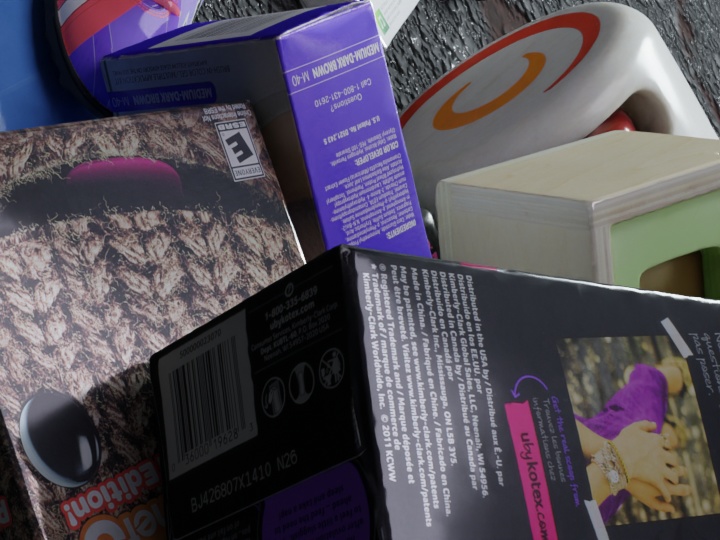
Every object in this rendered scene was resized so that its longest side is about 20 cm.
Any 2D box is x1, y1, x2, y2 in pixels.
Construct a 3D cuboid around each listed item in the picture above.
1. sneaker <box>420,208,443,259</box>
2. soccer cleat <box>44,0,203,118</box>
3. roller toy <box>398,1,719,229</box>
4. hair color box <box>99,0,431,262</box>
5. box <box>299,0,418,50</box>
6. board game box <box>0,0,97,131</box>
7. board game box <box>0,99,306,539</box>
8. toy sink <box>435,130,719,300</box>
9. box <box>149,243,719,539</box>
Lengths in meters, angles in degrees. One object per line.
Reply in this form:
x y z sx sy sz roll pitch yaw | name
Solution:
0.000 0.000 1.031 0.201 0.083 0.077 -100 -178 -55 | sneaker
-0.087 -0.149 0.966 0.068 0.073 0.201 40 40 -30 | soccer cleat
0.107 -0.044 1.203 0.140 0.181 0.200 56 28 -18 | roller toy
-0.029 -0.003 0.900 0.065 0.109 0.202 -28 109 -43 | hair color box
-0.030 -0.231 1.275 0.201 0.036 0.145 59 27 -15 | box
-0.144 -0.079 0.942 0.201 0.039 0.158 57 32 -5 | board game box
-0.093 0.054 0.806 0.159 0.097 0.202 -13 80 -44 | board game box
0.125 0.046 1.051 0.130 0.112 0.202 -16 108 -39 | toy sink
0.042 0.069 0.763 0.199 0.122 0.107 9 65 -39 | box
